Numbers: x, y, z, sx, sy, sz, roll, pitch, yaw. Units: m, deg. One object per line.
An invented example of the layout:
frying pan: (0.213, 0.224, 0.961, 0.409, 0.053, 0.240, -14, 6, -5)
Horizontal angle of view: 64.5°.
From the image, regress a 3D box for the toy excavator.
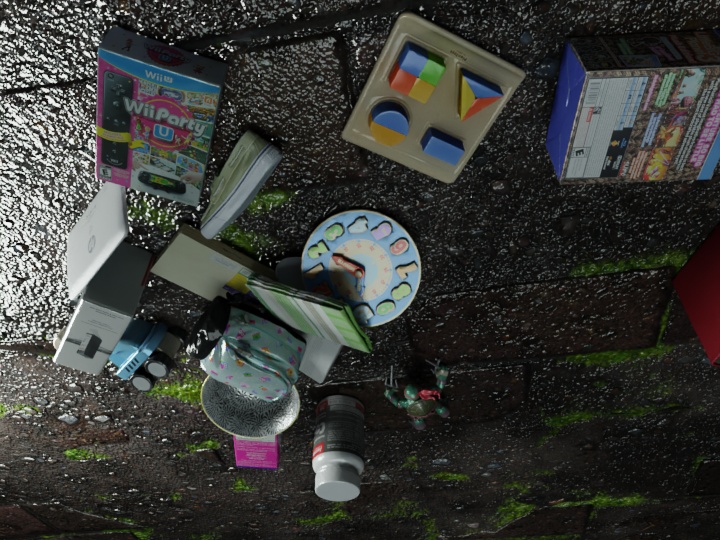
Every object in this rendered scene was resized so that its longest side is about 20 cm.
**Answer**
toy excavator: (-0.471, 0.145, 1.115, 0.200, 0.100, 0.194, 41, 122, -17)

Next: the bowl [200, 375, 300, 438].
bowl: (-0.218, 0.239, 1.176, 0.198, 0.094, 0.203, 0, 119, 1)

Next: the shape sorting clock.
shape sorting clock: (0.000, 0.000, 0.933, 0.198, 0.039, 0.202, 3, 110, 8)

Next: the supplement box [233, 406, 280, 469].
supplement box: (-0.231, 0.361, 1.308, 0.102, 0.102, 0.201, 6, 135, -4)

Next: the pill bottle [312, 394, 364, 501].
pill bottle: (-0.048, 0.390, 1.262, 0.113, 0.201, 0.115, 1, 135, 1)

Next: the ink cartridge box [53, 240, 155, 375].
ink cartridge box: (-0.441, 0.065, 0.983, 0.083, 0.145, 0.200, 26, 131, -24)

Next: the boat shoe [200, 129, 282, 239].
boat shoe: (-0.189, -0.126, 0.852, 0.062, 0.072, 0.200, 43, 122, -5)

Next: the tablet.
tablet: (-0.407, -0.057, 0.876, 0.014, 0.131, 0.200, 13, 139, -44)

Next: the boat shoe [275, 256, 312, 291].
boat shoe: (-0.057, 0.031, 1.000, 0.198, 0.069, 0.057, 20, 172, -14)

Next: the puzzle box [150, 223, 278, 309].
puzzle box: (-0.248, 0.006, 0.996, 0.199, 0.026, 0.133, 30, 134, -26)

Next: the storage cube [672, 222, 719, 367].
storage cube: (0.644, 0.038, 0.907, 0.169, 0.181, 0.201, 7, 136, -6)

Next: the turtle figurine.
turtle figurine: (0.124, 0.269, 1.216, 0.148, 0.101, 0.201, -14, 139, 15)

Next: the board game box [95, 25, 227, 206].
board game box: (-0.270, -0.197, 0.764, 0.146, 0.065, 0.201, 14, 133, -13)

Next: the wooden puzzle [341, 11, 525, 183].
wooden puzzle: (0.093, -0.212, 0.762, 0.184, 0.047, 0.200, 19, 133, -17)

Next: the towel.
towel: (-0.082, 0.069, 0.952, 0.198, 0.031, 0.150, 14, 154, 29)

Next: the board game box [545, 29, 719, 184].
board game box: (0.357, -0.205, 0.727, 0.198, 0.097, 0.160, -1, 135, 2)

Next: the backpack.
backpack: (-0.200, 0.143, 1.024, 0.199, 0.127, 0.167, 30, 148, -18)

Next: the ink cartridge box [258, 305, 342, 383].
ink cartridge box: (-0.112, 0.107, 1.093, 0.173, 0.044, 0.201, 32, 133, 6)
